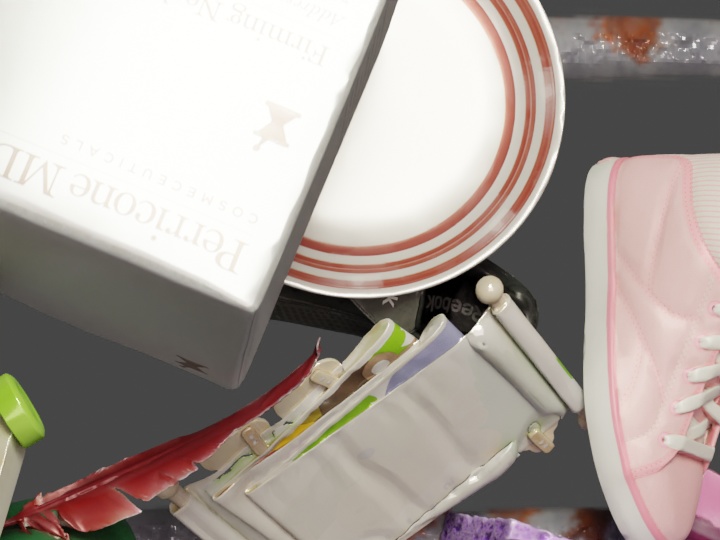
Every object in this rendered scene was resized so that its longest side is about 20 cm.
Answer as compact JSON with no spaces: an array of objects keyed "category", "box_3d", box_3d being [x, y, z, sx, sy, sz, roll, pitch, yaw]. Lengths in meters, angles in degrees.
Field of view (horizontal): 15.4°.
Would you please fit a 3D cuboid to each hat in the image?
[{"category":"hat","box_3d":[-0.137,0.108,1.222,0.199,0.166,0.177,17,70,7]}]

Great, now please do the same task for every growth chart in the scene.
[{"category":"growth chart","box_3d":[0.009,0.083,1.263,0.199,0.018,0.145,-32,133,1]}]

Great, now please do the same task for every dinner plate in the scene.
[{"category":"dinner plate","box_3d":[-0.002,-0.083,1.262,0.198,0.024,0.202,1,75,-5]}]

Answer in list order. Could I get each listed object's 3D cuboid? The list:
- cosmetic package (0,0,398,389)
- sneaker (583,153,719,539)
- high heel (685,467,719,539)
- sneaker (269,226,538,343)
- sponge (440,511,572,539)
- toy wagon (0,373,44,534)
[{"category":"cosmetic package","box_3d":[-0.087,-0.082,1.157,0.166,0.166,0.201,22,75,0]},{"category":"sneaker","box_3d":[0.168,0.035,1.298,0.104,0.075,0.202,-9,74,27]},{"category":"high heel","box_3d":[0.236,0.069,1.345,0.095,0.067,0.201,28,84,-6]},{"category":"sneaker","box_3d":[0.000,0.000,1.284,0.199,0.090,0.067,17,83,-12]},{"category":"sponge","box_3d":[0.143,0.162,1.298,0.199,0.112,0.030,19,82,-12]},{"category":"toy wagon","box_3d":[-0.210,0.089,1.127,0.155,0.040,0.201,-32,67,-2]}]
